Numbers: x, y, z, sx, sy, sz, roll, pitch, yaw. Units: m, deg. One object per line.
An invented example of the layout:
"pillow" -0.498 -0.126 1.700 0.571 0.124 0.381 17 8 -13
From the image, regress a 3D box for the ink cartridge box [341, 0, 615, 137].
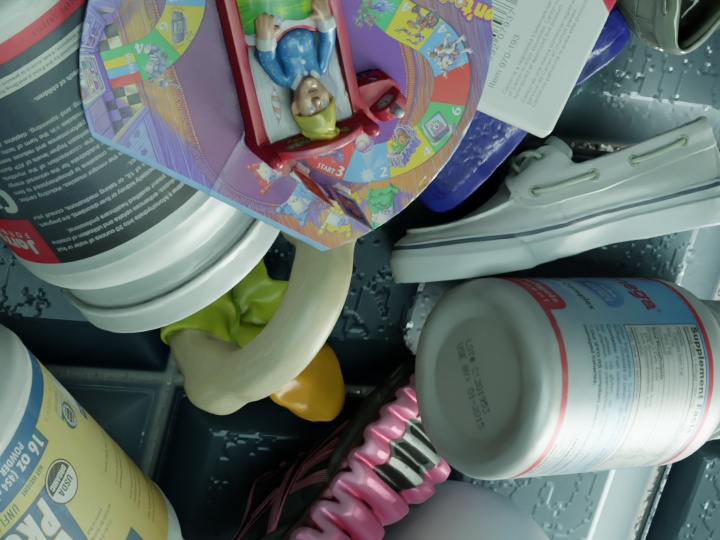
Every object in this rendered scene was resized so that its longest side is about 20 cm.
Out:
"ink cartridge box" 0.027 -0.170 1.047 0.200 0.083 0.146 21 101 -30

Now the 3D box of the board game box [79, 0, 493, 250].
"board game box" -0.023 -0.095 0.982 0.200 0.039 0.158 26 99 -30

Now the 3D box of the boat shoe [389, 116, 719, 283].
"boat shoe" 0.107 -0.041 1.222 0.199 0.074 0.067 -12 93 -15

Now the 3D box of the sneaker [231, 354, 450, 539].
"sneaker" -0.021 0.122 1.245 0.200 0.095 0.079 -52 135 -19

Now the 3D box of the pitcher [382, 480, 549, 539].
"pitcher" 0.047 0.214 1.246 0.171 0.200 0.122 -18 122 -11

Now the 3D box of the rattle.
"rattle" 0.000 0.000 1.145 0.143 0.130 0.200 35 111 -23

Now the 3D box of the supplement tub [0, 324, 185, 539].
"supplement tub" -0.183 0.135 1.144 0.145 0.145 0.200 -38 124 1

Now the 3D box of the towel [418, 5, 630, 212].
"towel" 0.035 -0.145 1.141 0.148 0.050 0.200 -43 123 -4

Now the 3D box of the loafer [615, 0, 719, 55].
"loafer" 0.208 -0.203 1.161 0.070 0.070 0.200 20 108 -29

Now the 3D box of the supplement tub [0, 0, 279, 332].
"supplement tub" -0.134 -0.082 1.048 0.140 0.140 0.200 -34 124 -1

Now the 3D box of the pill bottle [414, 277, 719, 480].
"pill bottle" 0.135 0.058 1.236 0.200 0.109 0.109 0 118 -41
